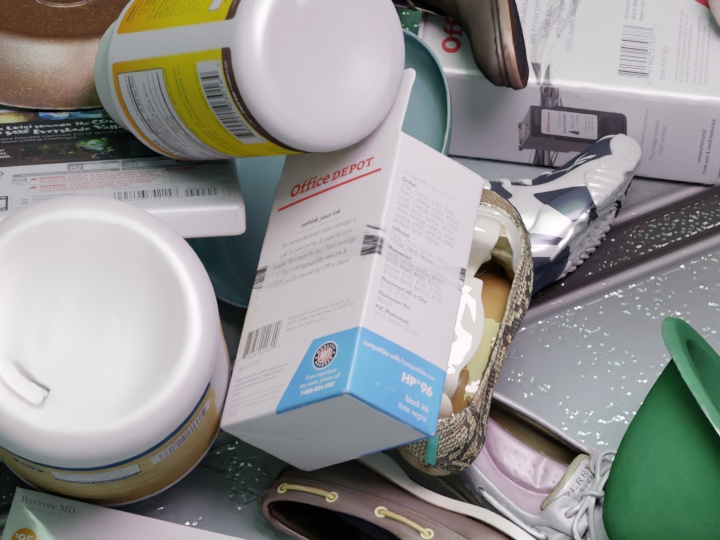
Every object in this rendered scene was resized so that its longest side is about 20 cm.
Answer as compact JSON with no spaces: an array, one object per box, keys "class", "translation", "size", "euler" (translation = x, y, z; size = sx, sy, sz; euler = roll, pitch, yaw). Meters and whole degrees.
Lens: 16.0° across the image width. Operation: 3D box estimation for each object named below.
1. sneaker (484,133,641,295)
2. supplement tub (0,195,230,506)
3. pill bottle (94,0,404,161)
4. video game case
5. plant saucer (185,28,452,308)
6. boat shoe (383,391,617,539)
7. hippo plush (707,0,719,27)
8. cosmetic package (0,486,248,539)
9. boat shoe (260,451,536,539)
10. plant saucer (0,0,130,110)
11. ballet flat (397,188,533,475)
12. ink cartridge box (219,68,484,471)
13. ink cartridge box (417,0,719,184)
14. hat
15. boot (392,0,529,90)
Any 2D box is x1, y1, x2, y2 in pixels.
[{"class":"sneaker","translation":[0.074,-0.039,1.572],"size":[0.130,0.079,0.199],"euler":[37,69,14]},{"class":"supplement tub","translation":[-0.145,0.051,1.400],"size":[0.145,0.200,0.145],"euler":[0,76,0]},{"class":"pill bottle","translation":[-0.071,-0.118,1.448],"size":[0.109,0.109,0.200],"euler":[-39,21,-27]},{"class":"video game case","translation":[-0.174,-0.057,1.514],"size":[0.200,0.023,0.182],"euler":[-4,24,-5]},{"class":"plant saucer","translation":[-0.022,-0.060,1.563],"size":[0.200,0.027,0.200],"euler":[-22,50,29]},{"class":"boat shoe","translation":[0.097,0.115,1.460],"size":[0.202,0.065,0.074],"euler":[33,59,22]},{"class":"hippo plush","translation":[0.330,-0.165,1.575],"size":[0.200,0.161,0.159],"euler":[32,49,-17]},{"class":"cosmetic package","translation":[-0.102,0.182,1.400],"size":[0.200,0.051,0.083],"euler":[11,68,8]},{"class":"boat shoe","translation":[0.036,0.157,1.423],"size":[0.200,0.072,0.060],"euler":[29,55,25]},{"class":"plant saucer","translation":[-0.191,-0.165,1.652],"size":[0.200,0.037,0.200],"euler":[1,32,-1]},{"class":"ballet flat","translation":[0.061,0.018,1.445],"size":[0.068,0.075,0.200],"euler":[11,56,4]},{"class":"ink cartridge box","translation":[0.000,0.000,1.419],"size":[0.068,0.116,0.200],"euler":[29,61,-31]},{"class":"ink cartridge box","translation":[0.140,-0.144,1.654],"size":[0.200,0.083,0.145],"euler":[7,52,5]},{"class":"hat","translation":[0.146,0.143,1.402],"size":[0.176,0.200,0.166],"euler":[-36,94,13]},{"class":"boot","translation":[0.044,-0.173,1.588],"size":[0.097,0.075,0.200],"euler":[-16,46,3]}]
